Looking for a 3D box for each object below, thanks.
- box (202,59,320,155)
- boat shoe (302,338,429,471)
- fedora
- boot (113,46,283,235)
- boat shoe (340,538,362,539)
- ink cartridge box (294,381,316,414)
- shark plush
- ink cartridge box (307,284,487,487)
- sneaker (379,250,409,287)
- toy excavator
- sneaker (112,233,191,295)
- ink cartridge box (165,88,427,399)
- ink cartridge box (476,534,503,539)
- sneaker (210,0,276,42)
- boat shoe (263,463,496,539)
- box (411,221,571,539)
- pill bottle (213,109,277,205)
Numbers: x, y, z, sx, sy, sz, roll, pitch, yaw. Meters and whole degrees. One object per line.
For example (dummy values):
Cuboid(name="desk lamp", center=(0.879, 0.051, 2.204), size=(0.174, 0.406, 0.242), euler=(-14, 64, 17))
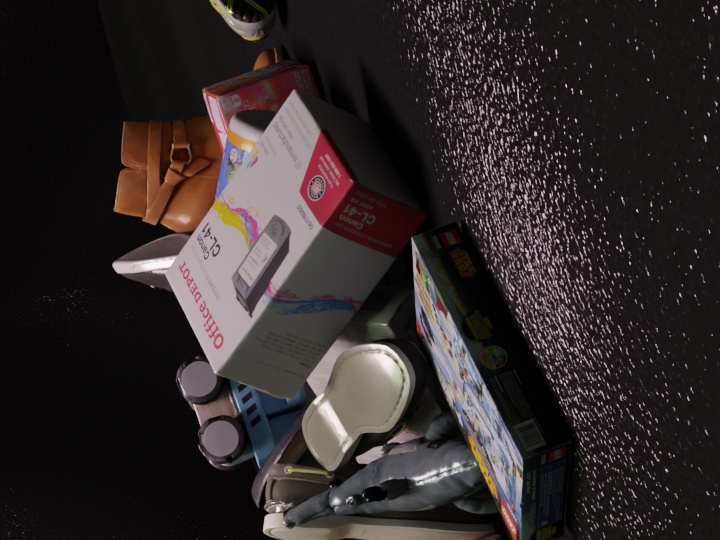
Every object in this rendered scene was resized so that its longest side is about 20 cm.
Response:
Cuboid(name="box", center=(-0.069, -0.089, 1.782), size=(0.100, 0.095, 0.201), euler=(-143, 34, -75))
Cuboid(name="boat shoe", center=(0.013, 0.099, 1.526), size=(0.072, 0.060, 0.201), euler=(60, 150, 11))
Cuboid(name="fedora", center=(-0.010, 0.165, 1.792), size=(0.092, 0.201, 0.201), euler=(40, 164, 9))
Cuboid(name="boot", center=(-0.155, -0.133, 1.860), size=(0.074, 0.154, 0.201), euler=(107, 173, -84))
Cuboid(name="boat shoe", center=(-0.011, 0.252, 1.719), size=(0.075, 0.066, 0.199), euler=(45, 132, -8))
Cuboid(name="ink cartridge box", center=(-0.027, 0.167, 1.998), size=(0.068, 0.116, 0.201), euler=(94, 155, -76))
Cuboid(name="shark plush", center=(0.026, 0.161, 1.519), size=(0.083, 0.199, 0.091), euler=(-22, -75, -68))
Cuboid(name="ink cartridge box", center=(0.020, 0.092, 1.615), size=(0.161, 0.050, 0.200), euler=(7, 140, 45))
Cuboid(name="sneaker", center=(0.000, 0.000, 1.637), size=(0.073, 0.071, 0.201), euler=(-132, 24, -67))
Cuboid(name="toy excavator", center=(-0.066, 0.150, 1.922), size=(0.100, 0.199, 0.195), euler=(89, 160, -78))
Cuboid(name="sneaker", center=(-0.159, 0.020, 1.822), size=(0.199, 0.071, 0.100), euler=(-2, 116, 45))
Cuboid(name="ink cartridge box", center=(-0.054, -0.021, 1.526), size=(0.085, 0.200, 0.148), euler=(24, -158, -37))
Cuboid(name="ink cartridge box", center=(0.069, 0.329, 1.675), size=(0.200, 0.144, 0.146), euler=(112, 138, -77))
Cuboid(name="sneaker", center=(-0.138, -0.303, 1.818), size=(0.076, 0.075, 0.201), euler=(92, 158, -66))
Cuboid(name="boat shoe", center=(0.018, 0.198, 1.610), size=(0.072, 0.201, 0.061), euler=(121, 151, -66))
Cuboid(name="box", center=(0.092, 0.083, 1.366), size=(0.137, 0.040, 0.200), euler=(86, 163, -55))
Cuboid(name="pill bottle", center=(-0.078, -0.032, 1.678), size=(0.112, 0.112, 0.201), euler=(-132, 51, -67))
